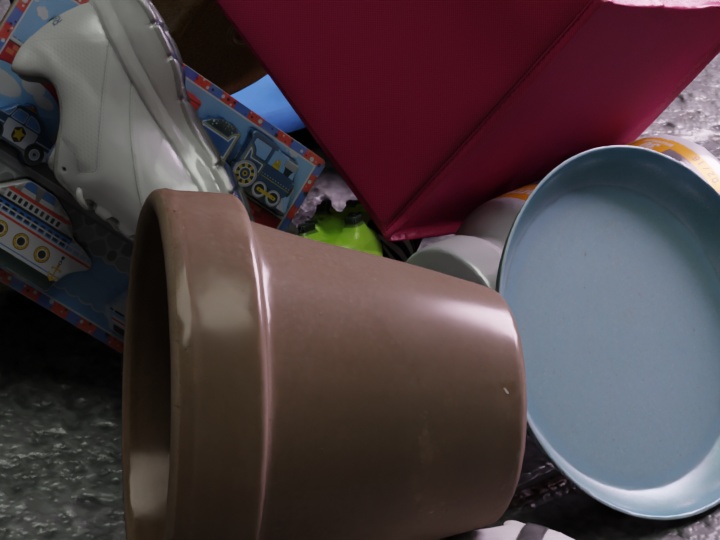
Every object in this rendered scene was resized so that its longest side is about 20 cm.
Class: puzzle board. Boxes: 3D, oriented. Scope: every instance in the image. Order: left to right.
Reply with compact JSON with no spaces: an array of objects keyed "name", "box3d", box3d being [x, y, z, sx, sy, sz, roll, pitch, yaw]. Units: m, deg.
[{"name":"puzzle board","box3d":[-0.131,-0.045,1.221,0.199,0.151,0.017,33,-5,-26]}]

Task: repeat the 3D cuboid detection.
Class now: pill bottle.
[{"name":"pill bottle","box3d":[0.122,0.002,1.295,0.199,0.117,0.116,-22,41,-37]}]

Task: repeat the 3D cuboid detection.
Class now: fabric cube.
[{"name":"fabric cube","box3d":[0.067,-0.158,1.309,0.199,0.196,0.200,-7,56,-55]}]

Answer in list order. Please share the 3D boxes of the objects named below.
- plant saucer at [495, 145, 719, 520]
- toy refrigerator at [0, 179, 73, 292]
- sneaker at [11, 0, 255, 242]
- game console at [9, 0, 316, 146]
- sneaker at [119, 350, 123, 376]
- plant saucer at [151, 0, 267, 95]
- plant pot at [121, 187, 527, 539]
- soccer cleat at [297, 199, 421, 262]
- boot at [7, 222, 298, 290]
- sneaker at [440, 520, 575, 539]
[{"name":"plant saucer","box3d":[0.146,0.034,1.216,0.199,0.202,0.027,-21,1,-37]},{"name":"toy refrigerator","box3d":[-0.205,-0.029,1.250,0.199,0.076,0.070,-34,75,-17]},{"name":"sneaker","box3d":[-0.110,-0.048,1.179,0.087,0.201,0.075,-26,-1,-1]},{"name":"game console","box3d":[-0.114,-0.156,1.520,0.199,0.172,0.118,-21,14,-37]},{"name":"sneaker","box3d":[-0.039,0.077,1.192,0.198,0.075,0.087,13,38,12]},{"name":"plant saucer","box3d":[-0.074,-0.165,1.404,0.199,0.201,0.035,-23,65,-39]},{"name":"plant pot","box3d":[-0.019,0.064,1.081,0.173,0.202,0.201,1,31,-14]},{"name":"soccer cleat","box3d":[0.000,0.000,1.332,0.067,0.082,0.200,-8,8,12]},{"name":"boot","box3d":[-0.130,-0.017,1.321,0.199,0.074,0.095,-13,29,-29]},{"name":"sneaker","box3d":[0.034,0.170,1.066,0.199,0.074,0.080,-14,22,-36]}]
